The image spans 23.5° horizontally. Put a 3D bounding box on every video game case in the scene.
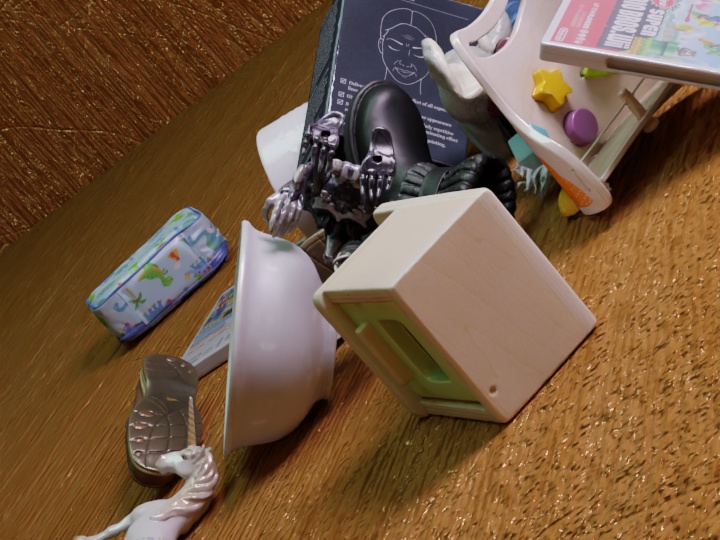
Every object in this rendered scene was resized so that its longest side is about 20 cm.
[{"bbox_3d":[-0.134,0.049,1.948,0.143,0.018,0.200,-34,16,30],"label":"video game case"},{"bbox_3d":[0.252,-0.186,1.356,0.198,0.018,0.143,12,35,14],"label":"video game case"}]

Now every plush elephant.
[{"bbox_3d":[0.141,-0.174,1.564,0.201,0.154,0.165,-59,-20,-16],"label":"plush elephant"}]

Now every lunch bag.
[{"bbox_3d":[-0.272,0.004,2.321,0.200,0.083,0.161,-43,15,-8],"label":"lunch bag"}]

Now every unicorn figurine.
[{"bbox_3d":[-0.185,0.222,1.466,0.137,0.074,0.201,-27,32,16],"label":"unicorn figurine"}]

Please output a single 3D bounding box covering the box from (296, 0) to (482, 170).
[{"bbox_3d":[0.029,-0.177,1.734,0.107,0.147,0.201,124,158,-59],"label":"box"}]

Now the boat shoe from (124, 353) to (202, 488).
[{"bbox_3d":[-0.196,0.158,1.700,0.200,0.071,0.068,-94,21,-63],"label":"boat shoe"}]

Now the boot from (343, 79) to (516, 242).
[{"bbox_3d":[0.063,-0.088,1.541,0.079,0.213,0.158,-2,-13,-32],"label":"boot"}]

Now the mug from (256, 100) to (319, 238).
[{"bbox_3d":[0.007,-0.127,1.895,0.175,0.148,0.200,-29,-14,14],"label":"mug"}]

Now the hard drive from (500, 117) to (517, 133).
[{"bbox_3d":[0.191,-0.206,1.823,0.139,0.033,0.200,-42,14,-1],"label":"hard drive"}]

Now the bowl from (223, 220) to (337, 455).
[{"bbox_3d":[-0.068,0.061,1.495,0.201,0.090,0.203,-175,90,-86],"label":"bowl"}]

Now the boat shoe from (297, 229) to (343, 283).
[{"bbox_3d":[-0.047,-0.001,1.758,0.200,0.072,0.065,-42,17,23],"label":"boat shoe"}]

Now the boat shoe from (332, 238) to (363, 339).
[{"bbox_3d":[0.000,0.000,1.639,0.200,0.068,0.072,-44,16,-5],"label":"boat shoe"}]

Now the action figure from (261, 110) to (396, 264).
[{"bbox_3d":[-0.021,-0.050,1.451,0.200,0.118,0.103,98,-163,-66],"label":"action figure"}]

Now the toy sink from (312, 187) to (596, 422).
[{"bbox_3d":[0.054,0.029,1.269,0.112,0.131,0.200,-45,15,-16],"label":"toy sink"}]

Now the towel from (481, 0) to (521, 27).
[{"bbox_3d":[0.141,-0.221,1.756,0.200,0.048,0.112,-125,57,-77],"label":"towel"}]

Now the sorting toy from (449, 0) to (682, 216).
[{"bbox_3d":[0.164,-0.162,1.430,0.200,0.180,0.107,-50,8,-33],"label":"sorting toy"}]
